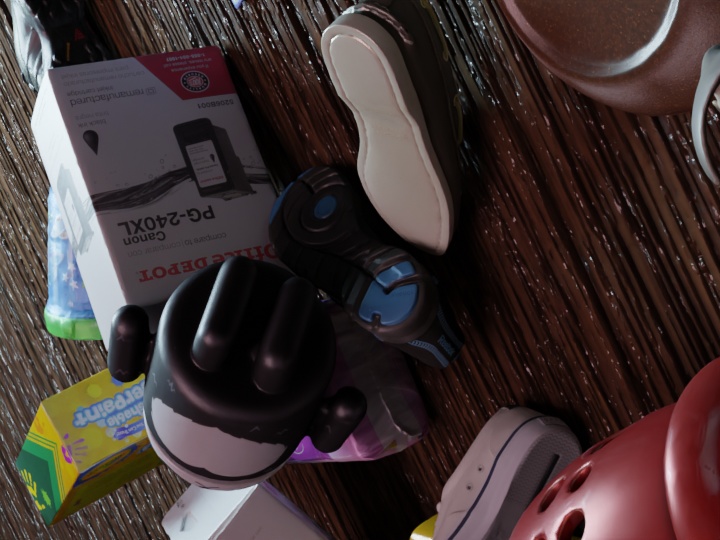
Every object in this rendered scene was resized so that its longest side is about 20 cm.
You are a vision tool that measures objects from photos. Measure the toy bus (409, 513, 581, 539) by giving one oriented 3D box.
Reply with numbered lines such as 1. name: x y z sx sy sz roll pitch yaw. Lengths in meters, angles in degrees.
1. toy bus: 0.098 0.220 0.989 0.199 0.065 0.079 5 117 55

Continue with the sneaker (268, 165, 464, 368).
1. sneaker: 0.000 0.000 0.963 0.082 0.073 0.200 43 -175 -43

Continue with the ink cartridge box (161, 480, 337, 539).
1. ink cartridge box: -0.051 0.246 1.109 0.200 0.086 0.146 44 172 -15

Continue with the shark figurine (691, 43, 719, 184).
1. shark figurine: 0.197 -0.072 0.586 0.089 0.214 0.129 -35 46 22

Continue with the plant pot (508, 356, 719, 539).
1. plant pot: 0.191 0.152 0.671 0.201 0.199 0.183 54 143 14

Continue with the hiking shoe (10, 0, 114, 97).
1. hiking shoe: -0.262 -0.177 1.245 0.101 0.075 0.202 -23 84 68

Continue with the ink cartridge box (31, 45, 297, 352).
1. ink cartridge box: -0.145 -0.054 1.036 0.202 0.144 0.083 67 150 18

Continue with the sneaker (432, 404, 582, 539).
1. sneaker: 0.076 0.182 0.914 0.073 0.201 0.071 34 179 -25

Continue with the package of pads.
1. package of pads: -0.037 0.089 1.086 0.199 0.075 0.122 -15 97 59

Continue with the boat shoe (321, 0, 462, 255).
1. boat shoe: 0.032 -0.090 0.853 0.072 0.060 0.203 21 150 30

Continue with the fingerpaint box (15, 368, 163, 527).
1. fingerpaint box: -0.197 0.130 1.240 0.074 0.199 0.167 57 149 11

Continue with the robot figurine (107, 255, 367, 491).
1. robot figurine: -0.086 0.074 0.951 0.151 0.124 0.201 53 151 16

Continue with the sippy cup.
1. sippy cup: -0.225 -0.019 1.252 0.176 0.139 0.132 3 107 28

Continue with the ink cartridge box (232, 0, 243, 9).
1. ink cartridge box: -0.131 -0.292 0.978 0.201 0.042 0.119 58 150 6

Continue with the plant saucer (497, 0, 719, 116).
1. plant saucer: 0.119 -0.168 0.693 0.200 0.036 0.202 36 139 39
